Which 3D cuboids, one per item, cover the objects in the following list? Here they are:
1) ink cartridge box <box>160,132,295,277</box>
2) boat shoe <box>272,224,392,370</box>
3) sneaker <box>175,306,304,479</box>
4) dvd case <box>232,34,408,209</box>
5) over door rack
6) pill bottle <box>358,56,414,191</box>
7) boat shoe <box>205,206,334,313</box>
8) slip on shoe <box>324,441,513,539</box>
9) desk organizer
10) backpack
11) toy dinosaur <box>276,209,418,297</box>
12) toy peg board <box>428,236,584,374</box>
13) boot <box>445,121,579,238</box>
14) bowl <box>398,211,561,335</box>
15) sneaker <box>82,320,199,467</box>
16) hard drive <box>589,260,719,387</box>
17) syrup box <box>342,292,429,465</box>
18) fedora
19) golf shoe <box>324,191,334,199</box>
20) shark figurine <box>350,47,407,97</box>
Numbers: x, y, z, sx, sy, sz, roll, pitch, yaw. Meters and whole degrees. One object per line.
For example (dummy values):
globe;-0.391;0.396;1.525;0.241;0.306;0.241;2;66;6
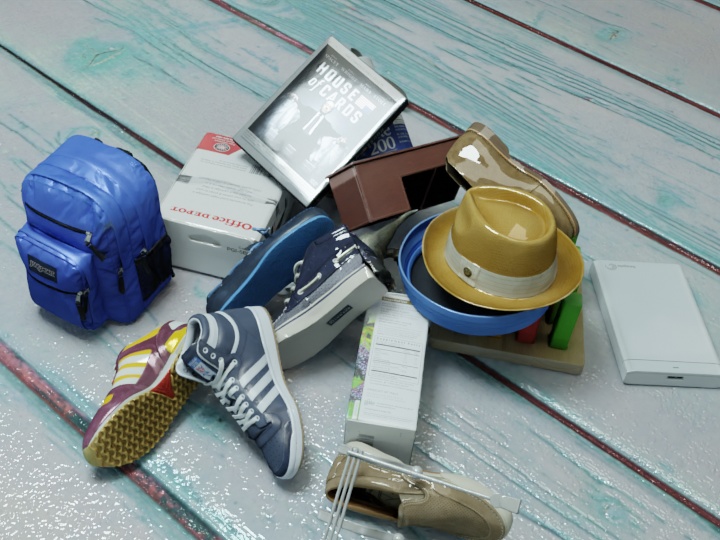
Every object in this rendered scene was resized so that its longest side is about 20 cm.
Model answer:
ink cartridge box;-0.178;-0.088;1.245;0.144;0.084;0.201;14;43;6
boat shoe;-0.060;0.033;1.086;0.199;0.075;0.093;-36;57;8
sneaker;-0.134;0.133;0.986;0.107;0.070;0.203;3;58;-39
dvd case;-0.054;-0.201;1.228;0.150;0.025;0.200;41;85;16
over door rack;0.048;0.263;0.861;0.197;0.066;0.150;12;79;30
pill bottle;0.011;-0.193;1.295;0.110;0.111;0.203;-18;87;-25
boat shoe;-0.122;-0.012;1.119;0.199;0.084;0.069;-39;47;3
slip on shoe;0.056;0.240;0.938;0.197;0.077;0.061;20;39;18
desk organizer;0.061;-0.116;1.197;0.198;0.071;0.078;-19;90;-33
backpack;-0.321;-0.044;1.095;0.160;0.202;0.169;20;44;13
toy dinosaur;0.000;0.000;1.143;0.102;0.199;0.078;26;31;-51
toy peg board;0.200;0.012;1.184;0.196;0.099;0.202;10;43;3
boot;0.193;-0.098;1.175;0.200;0.074;0.075;43;71;13
bowl;0.144;0.001;1.106;0.197;0.040;0.202;1;41;0
sneaker;-0.250;0.136;1.020;0.089;0.076;0.200;9;42;34
hard drive;0.388;0.066;1.204;0.129;0.027;0.202;3;43;-5
syrup box;0.032;0.124;1.056;0.080;0.080;0.202;8;43;2
fedora;0.167;-0.040;1.059;0.197;0.083;0.202;1;40;0
golf shoe;-0.041;-0.182;1.389;0.091;0.073;0.202;-18;43;35
shark figurine;-0.033;-0.324;1.515;0.211;0.090;0.129;-6;43;-17
